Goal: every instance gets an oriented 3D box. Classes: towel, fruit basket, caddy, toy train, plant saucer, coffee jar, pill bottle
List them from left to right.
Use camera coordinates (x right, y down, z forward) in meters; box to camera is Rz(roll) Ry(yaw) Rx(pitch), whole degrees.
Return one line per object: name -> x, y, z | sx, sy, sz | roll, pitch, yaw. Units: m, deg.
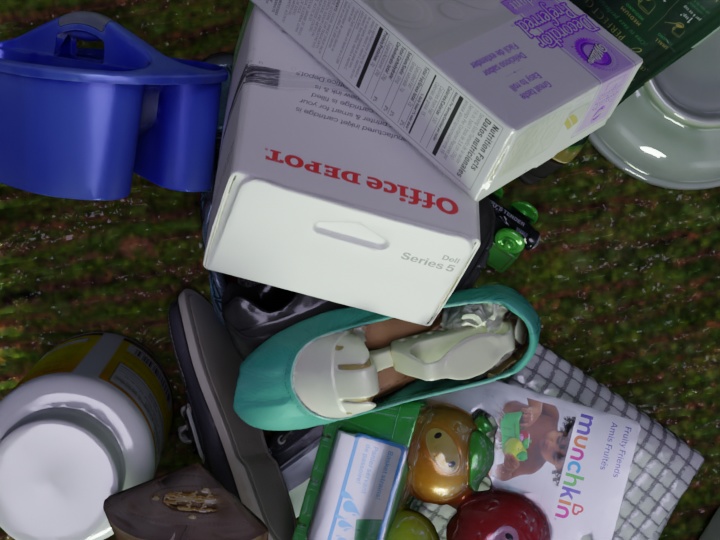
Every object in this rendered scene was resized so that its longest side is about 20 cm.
pill bottle -> -0.183, 0.110, 0.801 | 0.108, 0.200, 0.110 | 0, 98, -3
caddy -> -0.174, -0.111, 0.782 | 0.141, 0.199, 0.106 | -11, 110, -45
toy train -> 0.037, -0.068, 0.864 | 0.199, 0.056, 0.042 | 34, 55, -3
fruit basket -> 0.060, 0.159, 0.785 | 0.198, 0.094, 0.187 | 15, 85, 17
towel -> 0.126, 0.168, 0.891 | 0.165, 0.086, 0.201 | 34, 93, -9
coffee jar -> 0.149, -0.152, 0.812 | 0.104, 0.086, 0.200 | 41, 121, -12
plant saucer -> 0.243, -0.157, 0.869 | 0.198, 0.050, 0.202 | 0, 97, -3

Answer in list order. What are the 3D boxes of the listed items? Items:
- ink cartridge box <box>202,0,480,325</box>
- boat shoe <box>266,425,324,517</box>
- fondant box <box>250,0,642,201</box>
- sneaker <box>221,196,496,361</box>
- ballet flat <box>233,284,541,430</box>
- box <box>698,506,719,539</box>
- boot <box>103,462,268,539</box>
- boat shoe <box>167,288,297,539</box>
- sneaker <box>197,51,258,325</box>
ink cartridge box -> -0.009, -0.081, 0.744 | 0.144, 0.201, 0.084 | 15, 136, -12
boat shoe -> -0.029, 0.120, 0.888 | 0.200, 0.069, 0.057 | -40, 65, 5
fondant box -> 0.048, -0.146, 0.726 | 0.200, 0.144, 0.058 | 44, 135, 16
sneaker -> 0.000, 0.000, 0.792 | 0.199, 0.076, 0.091 | -35, 119, -10
ballet flat -> 0.018, 0.052, 0.743 | 0.198, 0.070, 0.068 | -15, 98, -8
box -> 0.312, 0.319, 0.877 | 0.199, 0.171, 0.200 | 29, 95, -8
boot -> -0.054, 0.201, 0.734 | 0.184, 0.065, 0.201 | 4, 129, 5
boat shoe -> -0.105, 0.109, 0.847 | 0.062, 0.073, 0.201 | -28, 68, 17
sneaker -> -0.075, -0.049, 0.839 | 0.079, 0.096, 0.202 | -10, 99, -6
